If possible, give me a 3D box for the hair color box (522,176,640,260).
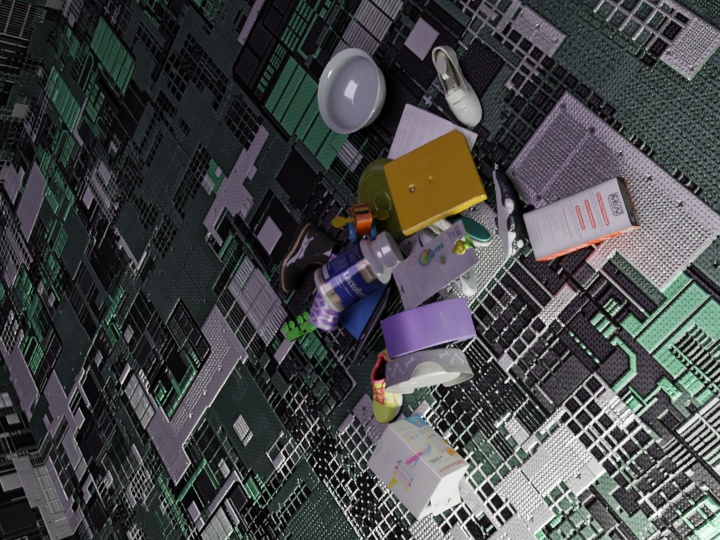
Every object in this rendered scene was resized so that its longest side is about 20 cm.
[{"bbox_3d":[0.427,-0.097,1.275,0.198,0.061,0.103,-22,77,39],"label":"hair color box"}]

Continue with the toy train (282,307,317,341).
[{"bbox_3d":[-0.141,0.140,1.760,0.199,0.041,0.057,-32,81,41],"label":"toy train"}]

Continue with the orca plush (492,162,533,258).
[{"bbox_3d":[0.325,-0.130,1.376,0.105,0.070,0.203,98,162,-71],"label":"orca plush"}]

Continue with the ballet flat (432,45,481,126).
[{"bbox_3d":[0.205,-0.411,1.450,0.069,0.069,0.203,-30,73,36],"label":"ballet flat"}]

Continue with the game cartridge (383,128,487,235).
[{"bbox_3d":[0.160,-0.195,1.434,0.198,0.032,0.179,-23,67,20],"label":"game cartridge"}]

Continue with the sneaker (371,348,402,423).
[{"bbox_3d":[0.054,0.275,1.577,0.077,0.090,0.204,14,102,36],"label":"sneaker"}]

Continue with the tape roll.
[{"bbox_3d":[0.147,0.128,1.425,0.198,0.198,0.086,-24,75,37],"label":"tape roll"}]

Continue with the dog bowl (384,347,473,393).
[{"bbox_3d":[0.145,0.221,1.435,0.199,0.198,0.060,-26,64,37],"label":"dog bowl"}]

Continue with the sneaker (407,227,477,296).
[{"bbox_3d":[0.177,0.007,1.481,0.115,0.074,0.201,-54,54,27],"label":"sneaker"}]

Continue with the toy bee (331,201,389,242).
[{"bbox_3d":[-0.009,-0.116,1.554,0.200,0.129,0.110,128,135,-55],"label":"toy bee"}]

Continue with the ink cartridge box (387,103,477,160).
[{"bbox_3d":[0.164,-0.273,1.507,0.198,0.050,0.163,29,109,26],"label":"ink cartridge box"}]

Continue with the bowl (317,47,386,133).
[{"bbox_3d":[-0.005,-0.434,1.608,0.199,0.090,0.205,1,92,40],"label":"bowl"}]

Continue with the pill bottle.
[{"bbox_3d":[0.000,0.000,1.520,0.198,0.115,0.117,-33,70,14],"label":"pill bottle"}]

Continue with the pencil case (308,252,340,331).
[{"bbox_3d":[-0.064,0.056,1.642,0.083,0.085,0.203,30,103,39],"label":"pencil case"}]

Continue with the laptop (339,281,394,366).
[{"bbox_3d":[-0.009,0.095,1.612,0.115,0.200,0.189,27,113,0],"label":"laptop"}]

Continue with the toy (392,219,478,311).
[{"bbox_3d":[0.166,-0.004,1.405,0.199,0.047,0.116,-40,50,29],"label":"toy"}]

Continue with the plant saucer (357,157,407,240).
[{"bbox_3d":[0.059,-0.166,1.564,0.198,0.031,0.203,19,119,39],"label":"plant saucer"}]

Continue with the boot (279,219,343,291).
[{"bbox_3d":[-0.134,-0.014,1.740,0.137,0.077,0.203,29,110,30],"label":"boot"}]

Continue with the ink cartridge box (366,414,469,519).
[{"bbox_3d":[0.140,0.450,1.486,0.199,0.128,0.127,39,114,31],"label":"ink cartridge box"}]

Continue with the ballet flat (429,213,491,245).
[{"bbox_3d":[0.206,-0.097,1.452,0.199,0.069,0.070,38,114,29],"label":"ballet flat"}]
